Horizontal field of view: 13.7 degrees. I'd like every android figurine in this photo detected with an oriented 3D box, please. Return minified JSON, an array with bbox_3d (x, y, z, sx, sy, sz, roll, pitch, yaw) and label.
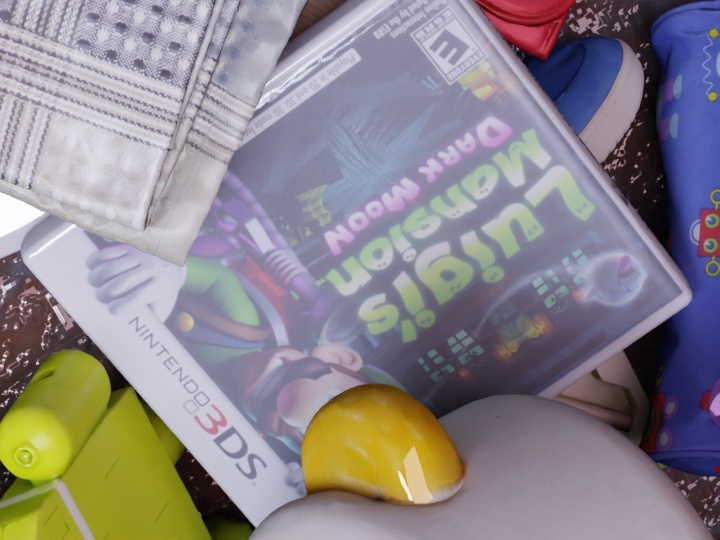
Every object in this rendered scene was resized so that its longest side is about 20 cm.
[{"bbox_3d":[-0.090,0.125,1.160,0.041,0.200,0.183,-21,104,20],"label":"android figurine"}]

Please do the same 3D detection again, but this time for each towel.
[{"bbox_3d":[-0.114,-0.121,1.072,0.199,0.035,0.193,21,98,-8],"label":"towel"}]

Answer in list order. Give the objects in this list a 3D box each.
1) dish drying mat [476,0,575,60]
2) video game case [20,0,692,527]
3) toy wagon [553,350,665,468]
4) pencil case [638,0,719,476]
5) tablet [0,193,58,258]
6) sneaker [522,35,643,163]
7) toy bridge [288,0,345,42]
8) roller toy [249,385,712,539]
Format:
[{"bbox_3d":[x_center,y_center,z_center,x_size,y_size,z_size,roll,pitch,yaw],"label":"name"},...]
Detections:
[{"bbox_3d":[0.007,-0.163,1.185,0.199,0.018,0.077,29,80,-15],"label":"dish drying mat"},{"bbox_3d":[0.000,0.000,1.173,0.200,0.023,0.182,-35,113,10],"label":"video game case"},{"bbox_3d":[0.058,0.060,1.264,0.154,0.040,0.201,16,94,-16],"label":"toy wagon"},{"bbox_3d":[0.156,-0.010,1.236,0.078,0.087,0.201,2,82,3],"label":"pencil case"},{"bbox_3d":[-0.134,-0.116,1.154,0.130,0.014,0.201,-24,100,2],"label":"tablet"},{"bbox_3d":[0.013,-0.058,1.213,0.199,0.077,0.111,-34,114,0],"label":"sneaker"},{"bbox_3d":[-0.099,-0.137,1.185,0.199,0.027,0.067,29,124,-4],"label":"toy bridge"},{"bbox_3d":[0.044,0.150,1.110,0.139,0.182,0.201,-25,146,-34],"label":"roller toy"}]
